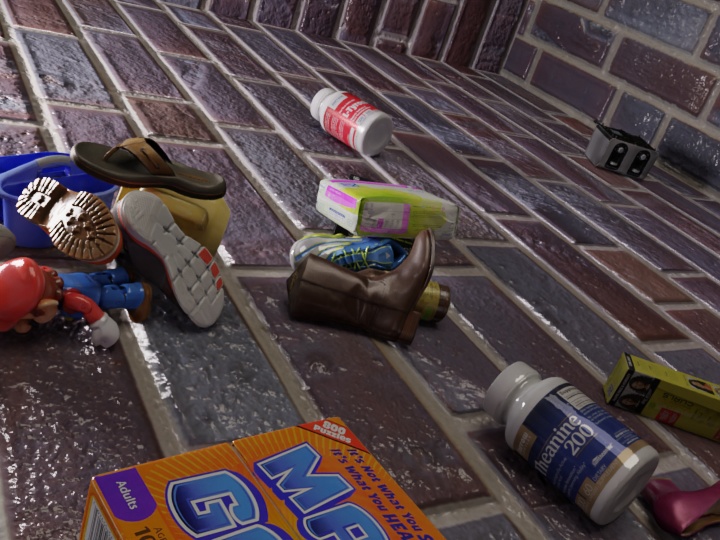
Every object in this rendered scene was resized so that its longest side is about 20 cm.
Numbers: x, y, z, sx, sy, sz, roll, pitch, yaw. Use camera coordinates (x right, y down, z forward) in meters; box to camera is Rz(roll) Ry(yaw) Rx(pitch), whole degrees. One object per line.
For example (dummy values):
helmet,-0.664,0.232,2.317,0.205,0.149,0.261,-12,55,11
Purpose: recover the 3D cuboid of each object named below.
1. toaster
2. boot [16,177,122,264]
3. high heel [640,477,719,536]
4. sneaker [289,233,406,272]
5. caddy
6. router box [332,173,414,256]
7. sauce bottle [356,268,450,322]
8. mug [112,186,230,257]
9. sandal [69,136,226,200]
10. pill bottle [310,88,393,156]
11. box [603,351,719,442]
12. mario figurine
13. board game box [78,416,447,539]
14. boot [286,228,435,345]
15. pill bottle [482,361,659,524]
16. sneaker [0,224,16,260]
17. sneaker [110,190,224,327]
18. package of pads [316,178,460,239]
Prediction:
toaster,0.862,-0.401,2.521,0.180,0.119,0.200,15,27,-10
boot,-0.337,-0.046,0.943,0.200,0.075,0.107,29,-16,41
high heel,0.452,0.295,0.929,0.199,0.068,0.096,9,17,-9
sneaker,-0.010,-0.029,1.198,0.200,0.076,0.105,-3,-6,-41
caddy,-0.442,-0.114,1.072,0.141,0.105,0.200,32,28,23
router box,0.034,-0.105,1.435,0.149,0.062,0.200,18,26,-5
sauce bottle,0.038,0.033,1.171,0.199,0.065,0.065,12,27,-12
mug,-0.271,-0.068,1.074,0.153,0.150,0.187,21,23,-16
sandal,-0.263,-0.137,0.964,0.199,0.055,0.082,12,28,-23
pill bottle,-0.026,-0.370,1.854,0.200,0.113,0.112,36,30,31
box,0.479,0.195,1.149,0.199,0.075,0.050,20,28,-2
mario figurine,-0.356,0.042,0.896,0.123,0.106,0.200,-7,-6,37
board game box,-0.063,0.255,0.507,0.199,0.200,0.200,-5,34,-41
boot,0.000,0.000,1.105,0.199,0.187,0.064,16,-15,-6
pill bottle,0.250,0.203,0.929,0.111,0.111,0.200,-8,37,-44
sneaker,-0.464,0.013,0.867,0.092,0.076,0.200,32,35,9
sneaker,-0.252,-0.013,0.979,0.082,0.200,0.077,-12,25,43
package of pads,0.048,-0.103,1.262,0.199,0.068,0.154,1,18,-30
